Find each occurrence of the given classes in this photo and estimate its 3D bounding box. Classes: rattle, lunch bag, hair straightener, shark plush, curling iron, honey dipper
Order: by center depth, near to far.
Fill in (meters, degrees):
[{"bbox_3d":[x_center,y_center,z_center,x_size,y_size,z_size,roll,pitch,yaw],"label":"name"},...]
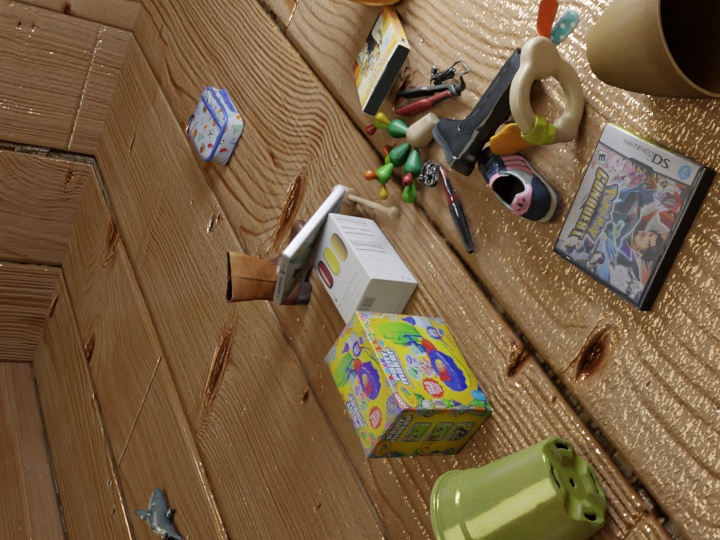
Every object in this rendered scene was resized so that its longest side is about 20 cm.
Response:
[{"bbox_3d":[0.255,-0.284,1.268,0.143,0.128,0.204,-168,70,-81],"label":"rattle"},{"bbox_3d":[0.152,-0.108,1.462,0.049,0.026,0.202,-28,59,7],"label":"curling iron"},{"bbox_3d":[0.128,-0.334,1.519,0.199,0.040,0.078,-10,76,60],"label":"hair straightener"},{"bbox_3d":[0.012,-0.134,1.669,0.199,0.038,0.039,22,103,50],"label":"honey dipper"},{"bbox_3d":[-0.382,-0.386,2.239,0.162,0.075,0.201,-60,42,27],"label":"lunch bag"},{"bbox_3d":[-0.538,0.673,2.312,0.084,0.091,0.199,-51,32,-6],"label":"shark plush"}]

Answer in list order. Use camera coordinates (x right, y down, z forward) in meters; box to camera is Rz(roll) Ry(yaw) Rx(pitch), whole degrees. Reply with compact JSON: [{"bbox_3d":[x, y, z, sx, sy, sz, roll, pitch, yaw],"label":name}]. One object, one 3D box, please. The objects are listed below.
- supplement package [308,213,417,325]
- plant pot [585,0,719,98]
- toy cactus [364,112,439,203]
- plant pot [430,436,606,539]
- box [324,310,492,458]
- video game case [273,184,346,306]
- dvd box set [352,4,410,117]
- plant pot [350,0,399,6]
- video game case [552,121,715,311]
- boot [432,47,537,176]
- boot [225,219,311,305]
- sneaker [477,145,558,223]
[{"bbox_3d":[0.000,0.000,1.596,0.115,0.108,0.201,-62,40,27],"label":"supplement package"},{"bbox_3d":[0.376,-0.295,1.062,0.199,0.183,0.190,-177,92,-68],"label":"plant pot"},{"bbox_3d":[0.075,-0.227,1.551,0.165,0.101,0.202,-41,44,34],"label":"toy cactus"},{"bbox_3d":[0.229,0.330,1.171,0.184,0.199,0.203,-40,53,31],"label":"plant pot"},{"bbox_3d":[0.075,0.186,1.389,0.123,0.190,0.201,-57,44,32],"label":"box"},{"bbox_3d":[-0.100,-0.047,1.662,0.022,0.201,0.183,32,148,8],"label":"video game case"},{"bbox_3d":[0.036,-0.402,1.621,0.147,0.029,0.201,-59,23,31],"label":"dvd box set"},{"bbox_3d":[0.017,-0.639,1.619,0.199,0.198,0.186,2,70,55],"label":"plant pot"},{"bbox_3d":[0.363,-0.077,1.158,0.181,0.025,0.203,43,119,49],"label":"video game case"},{"bbox_3d":[0.203,-0.272,1.380,0.201,0.065,0.166,-58,26,25],"label":"boot"},{"bbox_3d":[-0.198,-0.022,1.806,0.068,0.197,0.192,7,90,55],"label":"boot"},{"bbox_3d":[0.224,-0.145,1.318,0.200,0.081,0.071,51,125,51],"label":"sneaker"}]
